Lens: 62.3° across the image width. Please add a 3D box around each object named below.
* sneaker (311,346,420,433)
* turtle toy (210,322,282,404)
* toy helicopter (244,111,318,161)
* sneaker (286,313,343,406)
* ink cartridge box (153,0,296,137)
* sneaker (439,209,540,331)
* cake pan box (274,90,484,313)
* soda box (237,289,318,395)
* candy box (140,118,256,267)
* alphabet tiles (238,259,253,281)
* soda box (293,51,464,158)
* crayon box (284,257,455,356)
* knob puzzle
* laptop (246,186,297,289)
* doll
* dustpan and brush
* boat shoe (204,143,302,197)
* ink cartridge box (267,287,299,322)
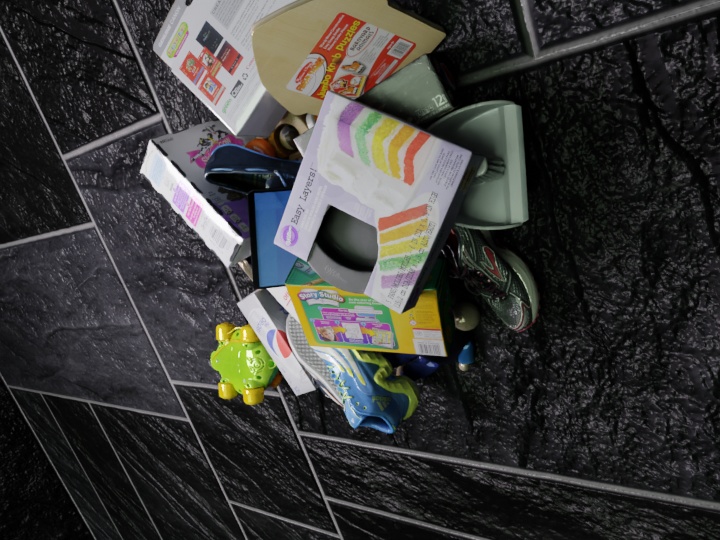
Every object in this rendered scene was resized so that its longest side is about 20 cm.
[{"bbox_3d":[-0.007,0.161,0.870,0.200,0.105,0.076,33,136,2],"label":"sneaker"},{"bbox_3d":[-0.218,0.168,1.135,0.199,0.101,0.146,-1,92,43],"label":"turtle toy"},{"bbox_3d":[-0.058,-0.163,0.839,0.200,0.079,0.132,38,125,1],"label":"toy helicopter"},{"bbox_3d":[-0.058,0.155,1.010,0.200,0.078,0.079,53,166,19],"label":"sneaker"},{"bbox_3d":[-0.142,-0.304,0.755,0.176,0.084,0.200,45,114,9],"label":"ink cartridge box"},{"bbox_3d":[0.146,-0.005,0.744,0.200,0.075,0.081,54,145,-4],"label":"sneaker"},{"bbox_3d":[0.012,-0.075,0.670,0.184,0.052,0.201,30,108,20],"label":"cake pan box"},{"bbox_3d":[-0.129,0.118,1.056,0.063,0.068,0.200,-27,96,45],"label":"soda box"},{"bbox_3d":[-0.193,-0.126,0.888,0.200,0.168,0.072,45,134,8],"label":"candy box"},{"bbox_3d":[-0.227,-0.055,0.987,0.200,0.015,0.196,43,168,50],"label":"alphabet tiles"},{"bbox_3d":[0.020,-0.181,0.720,0.200,0.063,0.071,-25,99,29],"label":"soda box"},{"bbox_3d":[0.015,0.045,0.768,0.199,0.058,0.119,2,132,20],"label":"crayon box"},{"bbox_3d":[-0.033,-0.252,0.686,0.220,0.219,0.031,-37,55,46],"label":"knob puzzle"},{"bbox_3d":[-0.041,-0.012,0.786,0.200,0.103,0.178,33,140,26],"label":"laptop"},{"bbox_3d":[0.099,0.105,0.869,0.136,0.049,0.200,37,134,-10],"label":"doll"},{"bbox_3d":[0.082,-0.111,0.682,0.199,0.057,0.140,-3,93,32],"label":"dustpan and brush"},{"bbox_3d":[-0.116,-0.108,0.812,0.199,0.069,0.084,13,136,8],"label":"boat shoe"},{"bbox_3d":[-0.058,0.042,0.950,0.200,0.067,0.117,45,136,7],"label":"ink cartridge box"}]
